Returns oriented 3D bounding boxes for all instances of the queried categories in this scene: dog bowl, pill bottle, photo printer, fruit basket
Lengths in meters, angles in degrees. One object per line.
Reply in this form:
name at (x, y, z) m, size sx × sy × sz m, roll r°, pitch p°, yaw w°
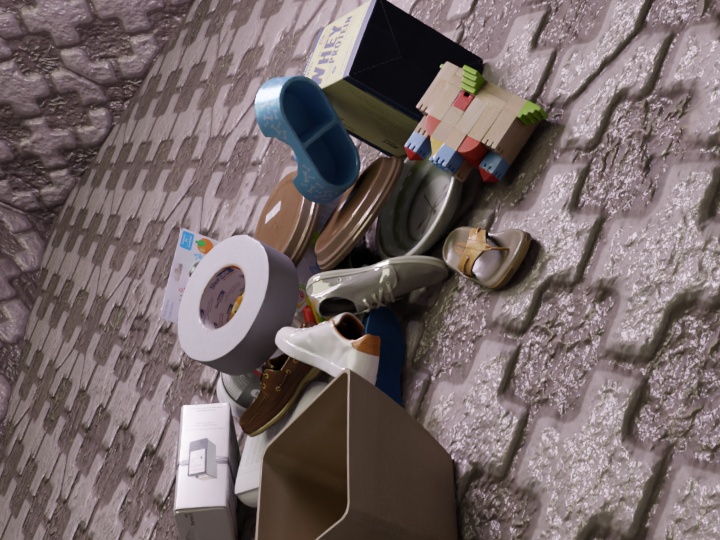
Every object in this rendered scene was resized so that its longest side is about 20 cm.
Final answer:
dog bowl at (-0.072, -0.195, 1.701) m, size 0.049 × 0.201 × 0.111 m, roll -15°, pitch 21°, yaw 49°
pill bottle at (-0.157, 0.154, 1.846) m, size 0.200 × 0.113 × 0.115 m, roll 126°, pitch 157°, yaw -55°
photo printer at (-0.101, 0.255, 1.719) m, size 0.200 × 0.069 × 0.168 m, roll -29°, pitch 41°, yaw 52°
fruit basket at (-0.237, 0.032, 2.042) m, size 0.094 × 0.199 × 0.187 m, roll -36°, pitch 37°, yaw 49°

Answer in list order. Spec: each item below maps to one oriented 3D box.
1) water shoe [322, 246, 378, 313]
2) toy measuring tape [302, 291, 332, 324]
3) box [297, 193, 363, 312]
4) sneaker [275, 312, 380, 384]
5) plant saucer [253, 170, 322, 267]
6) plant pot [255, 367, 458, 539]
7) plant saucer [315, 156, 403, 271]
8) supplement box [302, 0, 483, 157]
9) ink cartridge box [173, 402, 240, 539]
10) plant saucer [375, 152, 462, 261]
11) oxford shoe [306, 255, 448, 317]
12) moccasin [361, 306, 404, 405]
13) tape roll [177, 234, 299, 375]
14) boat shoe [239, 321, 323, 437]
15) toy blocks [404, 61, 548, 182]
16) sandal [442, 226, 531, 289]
water shoe at (0.000, 0.000, 1.723) m, size 0.200 × 0.071 × 0.080 m, roll -138°, pitch 56°, yaw -64°
toy measuring tape at (-0.059, 0.067, 1.828) m, size 0.200 × 0.073 × 0.074 m, roll -171°, pitch 104°, yaw -80°
box at (-0.094, -0.041, 1.921) m, size 0.200 × 0.112 × 0.102 m, roll -46°, pitch 32°, yaw 36°
sneaker at (-0.038, 0.092, 1.562) m, size 0.199 × 0.072 × 0.085 m, roll 18°, pitch 94°, yaw 48°
plant saucer at (-0.120, -0.072, 1.834) m, size 0.200 × 0.029 × 0.201 m, roll -45°, pitch 33°, yaw 42°
plant pot at (0.003, 0.271, 1.362) m, size 0.200 × 0.176 × 0.201 m, roll -46°, pitch 30°, yaw 36°
plant saucer at (-0.007, -0.088, 1.707) m, size 0.201 × 0.029 × 0.200 m, roll -53°, pitch 11°, yaw 15°
supplement box at (0.039, -0.285, 1.766) m, size 0.199 × 0.199 × 0.135 m, roll -9°, pitch 58°, yaw 63°
ink cartridge box at (-0.238, 0.333, 1.838) m, size 0.146 × 0.083 × 0.201 m, roll 86°, pitch 180°, yaw -45°
plant saucer at (0.095, -0.094, 1.661) m, size 0.200 × 0.050 × 0.201 m, roll -45°, pitch 32°, yaw 38°
oxford shoe at (0.023, 0.026, 1.586) m, size 0.198 × 0.075 × 0.058 m, roll -11°, pitch 54°, yaw 8°
moccasin at (0.012, 0.139, 1.581) m, size 0.068 × 0.080 × 0.201 m, roll -38°, pitch 35°, yaw 42°
tape roll at (-0.184, 0.051, 1.737) m, size 0.199 × 0.066 × 0.202 m, roll -24°, pitch 53°, yaw 36°
boat shoe at (-0.114, 0.153, 1.685) m, size 0.200 × 0.067 × 0.072 m, roll -49°, pitch 19°, yaw 14°
toy blocks at (0.140, -0.184, 1.553) m, size 0.200 × 0.100 × 0.137 m, roll 34°, pitch 90°, yaw 38°
sandal at (0.148, -0.026, 1.487) m, size 0.081 × 0.054 × 0.200 m, roll -67°, pitch 24°, yaw -2°
